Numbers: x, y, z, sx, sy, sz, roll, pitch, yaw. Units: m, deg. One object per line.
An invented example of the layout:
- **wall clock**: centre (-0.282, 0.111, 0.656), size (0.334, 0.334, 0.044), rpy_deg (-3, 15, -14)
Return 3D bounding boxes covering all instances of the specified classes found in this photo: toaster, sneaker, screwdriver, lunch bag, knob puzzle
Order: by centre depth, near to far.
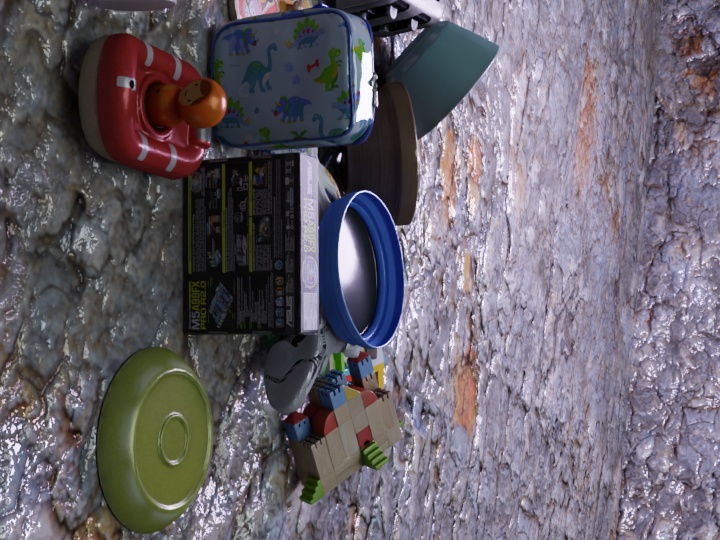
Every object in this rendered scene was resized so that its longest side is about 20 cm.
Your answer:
- **lunch bag**: centre (-0.079, -0.226, 1.411), size (0.082, 0.197, 0.164), rpy_deg (-7, 94, -64)
- **sneaker**: centre (-0.098, -0.137, 1.512), size (0.088, 0.075, 0.202), rpy_deg (-37, 111, -25)
- **sneaker**: centre (-0.054, 0.104, 1.522), size (0.115, 0.074, 0.202), rpy_deg (51, 46, -48)
- **knob puzzle**: centre (-0.113, -0.366, 1.542), size (0.219, 0.030, 0.223), rpy_deg (5, 85, -64)
- **screwdriver**: centre (-0.072, -0.098, 1.630), size (0.029, 0.028, 0.201), rpy_deg (44, 50, -16)
- **toaster**: centre (0.038, -0.459, 1.761), size (0.180, 0.117, 0.203), rpy_deg (7, 82, -65)

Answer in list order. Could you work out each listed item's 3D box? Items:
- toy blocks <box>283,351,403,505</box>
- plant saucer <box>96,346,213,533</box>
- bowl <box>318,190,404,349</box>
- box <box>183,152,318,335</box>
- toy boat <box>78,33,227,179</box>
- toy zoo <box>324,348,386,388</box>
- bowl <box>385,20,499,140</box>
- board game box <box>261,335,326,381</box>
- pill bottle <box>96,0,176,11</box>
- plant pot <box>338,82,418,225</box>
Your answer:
- **toy blocks**: centre (-0.026, 0.199, 1.605), size (0.199, 0.099, 0.138), rpy_deg (-31, 117, -34)
- **plant saucer**: centre (-0.214, 0.185, 1.303), size (0.199, 0.031, 0.203), rpy_deg (9, 80, -64)
- **bowl**: centre (0.000, 0.000, 1.533), size (0.200, 0.039, 0.204), rpy_deg (22, 65, -62)
- **box**: centre (-0.125, -0.028, 1.352), size (0.044, 0.158, 0.203), rpy_deg (4, 85, -62)
- **toy boat**: centre (-0.198, -0.172, 1.238), size (0.199, 0.129, 0.133), rpy_deg (14, 76, -63)
- **toy zoo**: centre (-0.007, 0.146, 1.747), size (0.199, 0.020, 0.133), rpy_deg (-8, 96, -64)
- **bowl**: centre (0.113, -0.311, 1.861), size (0.105, 0.200, 0.202), rpy_deg (42, 41, -11)
- **board game box**: centre (-0.065, 0.032, 1.604), size (0.135, 0.029, 0.203), rpy_deg (49, 51, -54)
- **pill bottle**: centre (-0.231, -0.370, 1.202), size (0.111, 0.110, 0.203), rpy_deg (-9, 97, -64)
- **plant pot**: centre (0.019, -0.163, 1.693), size (0.201, 0.091, 0.204), rpy_deg (177, -90, -81)
